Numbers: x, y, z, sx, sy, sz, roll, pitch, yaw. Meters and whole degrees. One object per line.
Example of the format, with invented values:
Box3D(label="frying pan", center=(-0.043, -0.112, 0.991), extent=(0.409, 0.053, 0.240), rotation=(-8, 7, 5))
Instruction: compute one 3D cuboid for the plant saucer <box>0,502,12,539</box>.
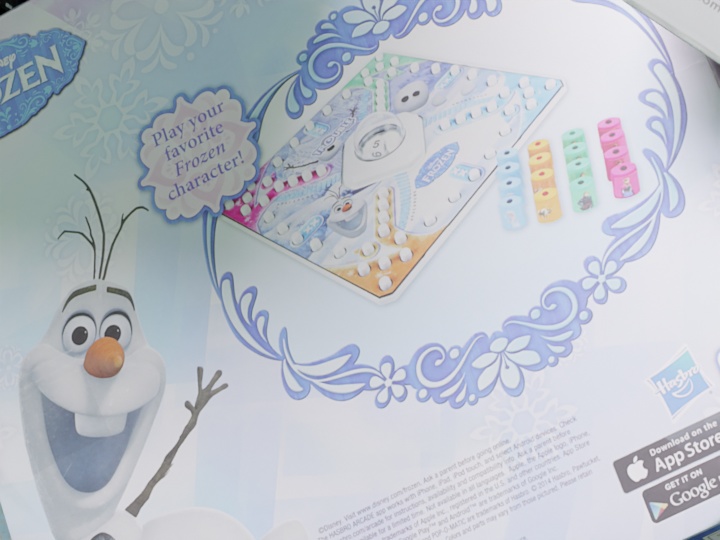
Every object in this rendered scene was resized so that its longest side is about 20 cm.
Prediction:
Box3D(label="plant saucer", center=(-0.145, 0.060, 0.743), extent=(0.200, 0.201, 0.039), rotation=(16, 132, 19))

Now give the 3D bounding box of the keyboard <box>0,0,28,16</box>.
Box3D(label="keyboard", center=(-0.164, -0.105, 0.787), extent=(0.200, 0.040, 0.104), rotation=(33, 137, 25))

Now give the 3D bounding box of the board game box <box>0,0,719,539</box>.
Box3D(label="board game box", center=(0.000, 0.000, 0.693), extent=(0.199, 0.043, 0.200), rotation=(-26, 66, 15))

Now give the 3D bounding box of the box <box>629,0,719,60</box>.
Box3D(label="box", center=(0.145, -0.135, 0.600), extent=(0.097, 0.124, 0.201), rotation=(34, 121, 9))
